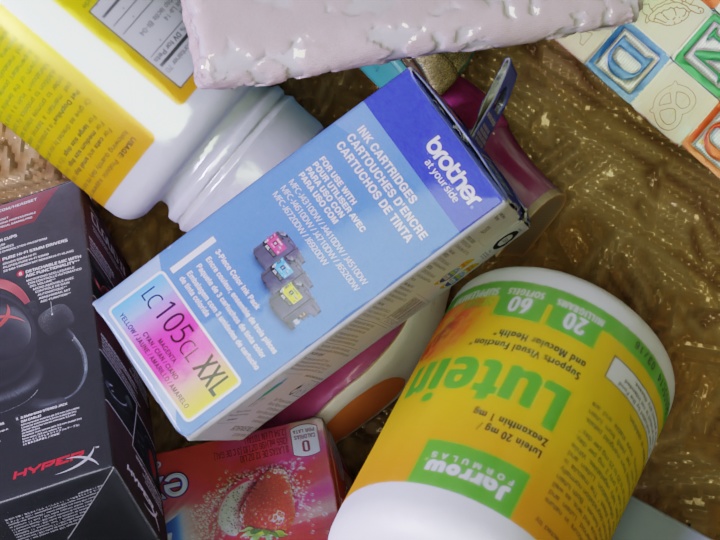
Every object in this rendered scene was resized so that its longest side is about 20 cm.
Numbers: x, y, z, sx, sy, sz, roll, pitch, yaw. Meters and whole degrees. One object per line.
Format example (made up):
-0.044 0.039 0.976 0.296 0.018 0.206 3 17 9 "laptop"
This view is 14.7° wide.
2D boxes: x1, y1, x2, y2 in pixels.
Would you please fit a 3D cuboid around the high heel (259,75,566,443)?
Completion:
0.000 0.000 1.304 0.096 0.067 0.200 48 111 19 "high heel"

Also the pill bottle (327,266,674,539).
0.053 0.104 1.207 0.111 0.200 0.111 19 143 15 "pill bottle"

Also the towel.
0.006 -0.179 1.218 0.200 0.032 0.191 -10 73 -12 "towel"

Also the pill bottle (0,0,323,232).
-0.117 -0.100 1.264 0.200 0.109 0.109 40 100 -3 "pill bottle"

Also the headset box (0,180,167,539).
-0.175 0.056 1.265 0.148 0.200 0.075 -19 136 6 "headset box"

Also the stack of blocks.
0.187 -0.153 1.259 0.115 0.059 0.200 39 100 -3 "stack of blocks"

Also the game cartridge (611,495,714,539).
0.067 0.180 1.231 0.200 0.133 0.042 -42 120 -14 "game cartridge"

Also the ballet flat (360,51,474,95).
-0.025 -0.160 1.265 0.200 0.071 0.071 42 100 -1 "ballet flat"

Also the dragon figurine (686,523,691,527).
0.070 0.186 1.307 0.099 0.059 0.200 35 109 -26 "dragon figurine"

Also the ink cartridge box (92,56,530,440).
-0.004 -0.013 1.199 0.200 0.136 0.076 -35 83 4 "ink cartridge box"

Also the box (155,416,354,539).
-0.094 0.149 1.292 0.200 0.100 0.096 -13 60 6 "box"
